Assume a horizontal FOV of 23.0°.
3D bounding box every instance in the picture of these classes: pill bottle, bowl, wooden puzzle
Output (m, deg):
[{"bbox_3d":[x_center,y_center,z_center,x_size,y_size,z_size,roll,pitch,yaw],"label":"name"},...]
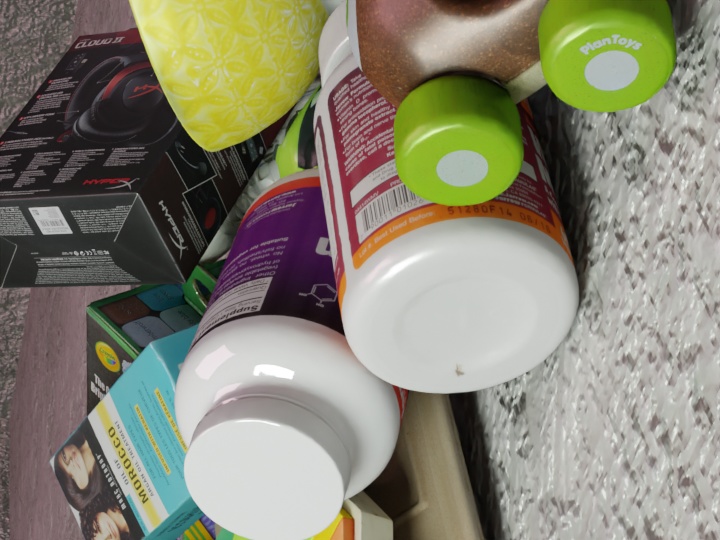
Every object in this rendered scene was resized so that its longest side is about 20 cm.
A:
[{"bbox_3d":[-0.027,0.041,0.899,0.200,0.112,0.113,-74,1,-53],"label":"pill bottle"},{"bbox_3d":[-0.059,-0.175,0.989,0.200,0.107,0.201,-14,-90,-81],"label":"bowl"},{"bbox_3d":[0.002,0.169,0.940,0.200,0.046,0.185,-42,42,31],"label":"wooden puzzle"},{"bbox_3d":[0.035,-0.047,0.860,0.110,0.109,0.200,111,159,-43],"label":"pill bottle"}]

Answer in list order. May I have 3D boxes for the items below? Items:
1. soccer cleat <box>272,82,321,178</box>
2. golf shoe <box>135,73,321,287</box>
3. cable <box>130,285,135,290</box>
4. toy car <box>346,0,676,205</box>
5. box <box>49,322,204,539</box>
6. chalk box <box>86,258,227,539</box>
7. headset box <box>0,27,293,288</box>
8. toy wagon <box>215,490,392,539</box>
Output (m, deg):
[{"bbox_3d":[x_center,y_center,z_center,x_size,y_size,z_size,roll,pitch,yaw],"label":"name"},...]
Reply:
[{"bbox_3d":[0.013,-0.126,1.049,0.081,0.067,0.200,31,104,48],"label":"soccer cleat"},{"bbox_3d":[-0.075,-0.063,1.170,0.200,0.078,0.097,-45,20,-17],"label":"golf shoe"},{"bbox_3d":[-0.092,-0.042,1.273,0.051,0.163,0.200,5,88,39],"label":"cable"},{"bbox_3d":[0.019,-0.157,0.728,0.158,0.200,0.164,-32,41,31],"label":"toy car"},{"bbox_3d":[-0.116,0.104,1.022,0.082,0.049,0.200,62,146,12],"label":"box"},{"bbox_3d":[-0.094,0.076,1.136,0.125,0.124,0.200,40,136,39],"label":"chalk box"},{"bbox_3d":[-0.143,-0.082,1.128,0.075,0.148,0.200,65,-144,-35],"label":"headset box"},{"bbox_3d":[-0.051,0.199,0.917,0.200,0.040,0.155,-61,36,7],"label":"toy wagon"}]
